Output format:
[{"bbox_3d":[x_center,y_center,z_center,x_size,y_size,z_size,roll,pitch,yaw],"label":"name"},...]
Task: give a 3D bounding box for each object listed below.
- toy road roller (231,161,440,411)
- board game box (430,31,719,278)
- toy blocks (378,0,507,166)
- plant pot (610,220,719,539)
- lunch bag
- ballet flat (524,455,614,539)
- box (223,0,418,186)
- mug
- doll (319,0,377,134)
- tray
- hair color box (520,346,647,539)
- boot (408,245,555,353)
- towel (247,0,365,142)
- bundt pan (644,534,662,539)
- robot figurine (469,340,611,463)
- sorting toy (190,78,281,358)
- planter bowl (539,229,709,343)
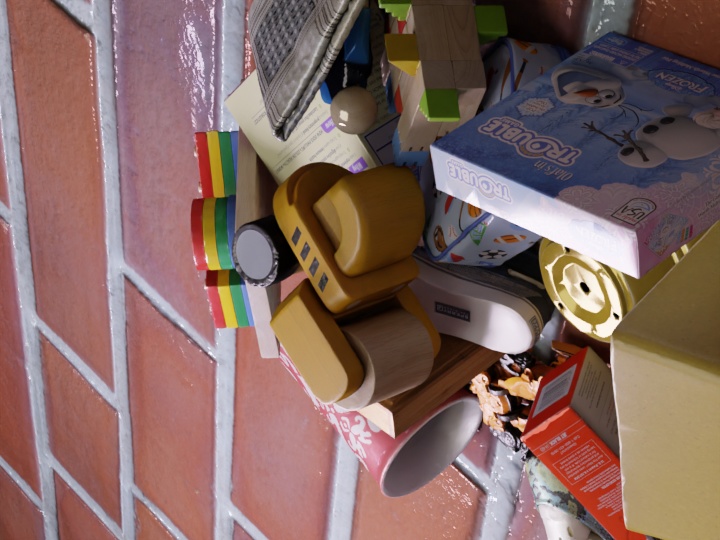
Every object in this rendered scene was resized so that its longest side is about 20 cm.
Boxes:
[{"bbox_3d":[0.000,0.000,1.585,0.146,0.123,0.201,-41,74,42],"label":"toy road roller"},{"bbox_3d":[0.189,-0.089,1.368,0.200,0.199,0.044,26,140,42],"label":"board game box"},{"bbox_3d":[0.053,-0.178,1.547,0.137,0.099,0.201,112,154,-63],"label":"toy blocks"},{"bbox_3d":[0.319,0.096,1.378,0.199,0.194,0.196,19,135,35],"label":"plant pot"},{"bbox_3d":[0.114,-0.098,1.559,0.200,0.075,0.161,142,131,-60],"label":"lunch bag"},{"bbox_3d":[0.215,0.253,1.751,0.200,0.074,0.074,42,153,-11],"label":"ballet flat"},{"bbox_3d":[-0.008,-0.123,1.745,0.201,0.096,0.176,57,151,1],"label":"box"},{"bbox_3d":[0.008,0.126,1.942,0.200,0.133,0.178,45,148,26],"label":"mug"},{"bbox_3d":[-0.010,-0.201,1.595,0.137,0.048,0.201,115,159,-57],"label":"doll"},{"bbox_3d":[0.067,0.060,1.703,0.098,0.200,0.037,33,146,35],"label":"tray"},{"bbox_3d":[0.229,0.172,1.613,0.200,0.102,0.061,46,121,-10],"label":"hair color box"},{"bbox_3d":[0.082,0.007,1.689,0.199,0.090,0.073,22,132,19],"label":"boot"},{"bbox_3d":[-0.043,-0.235,1.578,0.200,0.034,0.193,-59,26,31],"label":"towel"},{"bbox_3d":[0.315,0.216,1.518,0.076,0.202,0.202,-45,78,24],"label":"bundt pan"},{"bbox_3d":[0.178,0.120,1.744,0.199,0.058,0.146,15,131,50],"label":"robot figurine"},{"bbox_3d":[-0.123,-0.049,1.880,0.199,0.069,0.201,82,-174,-52],"label":"sorting toy"},{"bbox_3d":[0.206,-0.004,1.549,0.200,0.083,0.201,37,145,31],"label":"planter bowl"}]
